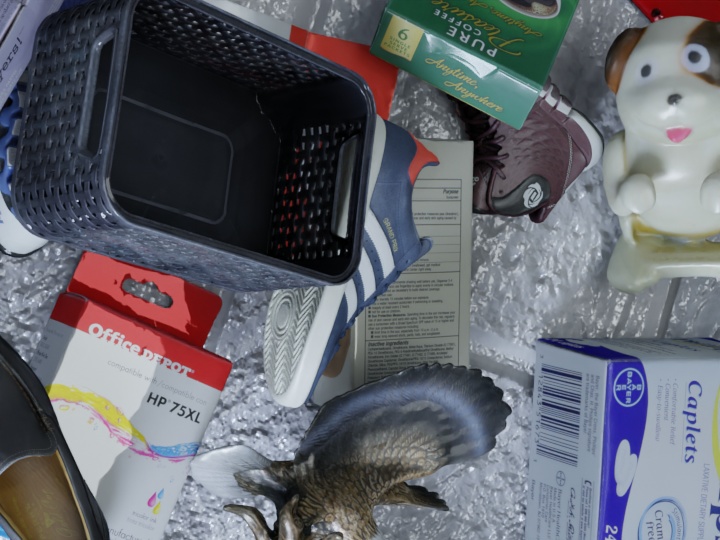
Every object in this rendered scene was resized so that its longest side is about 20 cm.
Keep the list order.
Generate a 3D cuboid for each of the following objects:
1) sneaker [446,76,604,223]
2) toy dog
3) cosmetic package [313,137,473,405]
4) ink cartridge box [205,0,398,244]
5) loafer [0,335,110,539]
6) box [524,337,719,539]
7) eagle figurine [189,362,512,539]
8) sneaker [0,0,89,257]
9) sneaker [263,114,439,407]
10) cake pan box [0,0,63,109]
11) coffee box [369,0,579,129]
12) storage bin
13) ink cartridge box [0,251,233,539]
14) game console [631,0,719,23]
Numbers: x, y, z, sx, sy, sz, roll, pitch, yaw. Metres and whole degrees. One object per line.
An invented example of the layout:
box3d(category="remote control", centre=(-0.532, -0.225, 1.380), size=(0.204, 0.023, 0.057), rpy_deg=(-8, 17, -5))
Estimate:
box3d(category="sneaker", centre=(0.096, -0.107, 1.048), size=(0.200, 0.076, 0.116), rpy_deg=(38, 80, -26))
box3d(category="toy dog", centre=(0.262, -0.104, 1.071), size=(0.195, 0.138, 0.201), rpy_deg=(-63, 146, -34))
box3d(category="cosmetic package", centre=(0.024, 0.003, 1.017), size=(0.104, 0.071, 0.202), rpy_deg=(0, 94, -26))
box3d(category="ink cartridge box", centre=(-0.082, -0.095, 0.927), size=(0.198, 0.050, 0.164), rpy_deg=(12, 89, -2))
box3d(category="loafer", centre=(-0.209, 0.107, 0.829), size=(0.073, 0.072, 0.201), rpy_deg=(-36, 102, -16))
box3d(category="box", centre=(0.246, 0.153, 1.131), size=(0.198, 0.105, 0.186), rpy_deg=(1, 94, -29))
box3d(category="eagle figurine", centre=(-0.005, 0.150, 0.947), size=(0.200, 0.151, 0.152), rpy_deg=(-42, 126, -43))
box3d(category="sneaker", centre=(-0.217, -0.093, 0.878), size=(0.080, 0.115, 0.201), rpy_deg=(15, 58, -32))
box3d(category="sneaker", centre=(0.000, 0.000, 0.915), size=(0.084, 0.075, 0.202), rpy_deg=(17, 94, -31))
box3d(category="cake pan box", centre=(-0.279, -0.161, 0.803), size=(0.183, 0.052, 0.201), rpy_deg=(24, 80, 10))
box3d(category="coffee box", centre=(0.093, -0.196, 0.979), size=(0.122, 0.044, 0.201), rpy_deg=(26, 47, -1))
box3d(category="storage bin", centre=(-0.093, -0.071, 0.817), size=(0.199, 0.093, 0.137), rpy_deg=(18, 74, -45))
box3d(category="ink cartridge box", centre=(-0.166, 0.093, 0.925), size=(0.115, 0.067, 0.202), rpy_deg=(25, 83, -26))
box3d(category="game console", centre=(0.317, -0.281, 1.182), size=(0.200, 0.118, 0.173), rpy_deg=(40, 45, -25))
